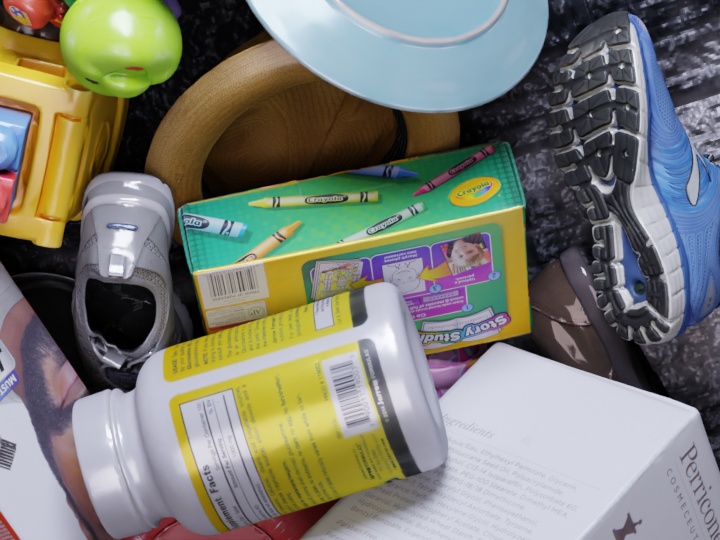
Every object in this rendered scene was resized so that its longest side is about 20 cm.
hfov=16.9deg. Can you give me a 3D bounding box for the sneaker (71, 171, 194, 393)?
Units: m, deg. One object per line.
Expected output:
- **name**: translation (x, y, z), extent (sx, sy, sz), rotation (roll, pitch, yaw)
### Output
- **sneaker**: translation (-0.145, 0.033, 1.443), extent (0.075, 0.082, 0.200), rotation (3, 139, 6)

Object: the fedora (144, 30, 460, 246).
- **fedora**: translation (-0.039, -0.088, 1.443), extent (0.200, 0.082, 0.201), rotation (-8, 140, -7)

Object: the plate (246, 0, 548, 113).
- **plate**: translation (0.021, -0.179, 1.381), extent (0.200, 0.200, 0.026), rotation (26, 143, -8)

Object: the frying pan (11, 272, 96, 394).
- **frying pan**: translation (-0.205, 0.085, 1.546), extent (0.115, 0.031, 0.190), rotation (10, 115, -2)

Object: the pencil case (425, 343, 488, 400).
- **pencil case**: translation (0.042, 0.136, 1.533), extent (0.087, 0.087, 0.200), rotation (-2, 109, 1)

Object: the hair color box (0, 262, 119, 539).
- **hair color box**: translation (-0.217, 0.091, 1.423), extent (0.064, 0.111, 0.200), rotation (-18, 113, 38)

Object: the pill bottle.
- **pill bottle**: translation (-0.058, 0.086, 1.395), extent (0.200, 0.112, 0.113), rotation (-17, 107, 6)

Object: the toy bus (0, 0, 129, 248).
- **toy bus**: translation (-0.245, -0.085, 1.408), extent (0.200, 0.192, 0.136), rotation (14, 109, -2)

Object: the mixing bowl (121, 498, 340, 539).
- **mixing bowl**: translation (-0.090, 0.176, 1.535), extent (0.200, 0.108, 0.201), rotation (1, 108, 2)

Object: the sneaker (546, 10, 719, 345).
- **sneaker**: translation (0.176, -0.059, 1.477), extent (0.078, 0.089, 0.200), rotation (-8, 95, 47)

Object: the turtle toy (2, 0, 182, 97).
- **turtle toy**: translation (-0.151, -0.176, 1.381), extent (0.145, 0.200, 0.101), rotation (2, 123, -23)

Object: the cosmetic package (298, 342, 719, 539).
- **cosmetic package**: translation (0.101, 0.180, 1.427), extent (0.200, 0.165, 0.165), rotation (-44, 130, -25)

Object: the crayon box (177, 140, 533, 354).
- **crayon box**: translation (0.000, 0.000, 1.444), extent (0.200, 0.058, 0.119), rotation (-11, 140, -3)

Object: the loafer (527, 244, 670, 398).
- **loafer**: translation (0.154, 0.083, 1.526), extent (0.071, 0.073, 0.200), rotation (-24, 97, 13)
